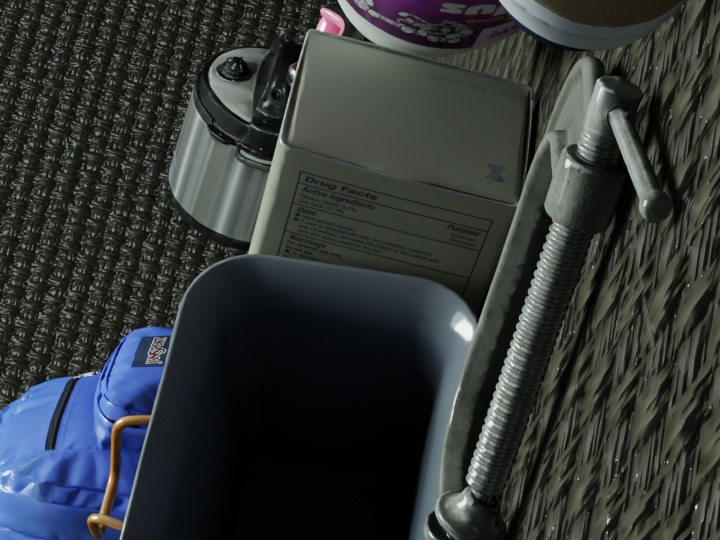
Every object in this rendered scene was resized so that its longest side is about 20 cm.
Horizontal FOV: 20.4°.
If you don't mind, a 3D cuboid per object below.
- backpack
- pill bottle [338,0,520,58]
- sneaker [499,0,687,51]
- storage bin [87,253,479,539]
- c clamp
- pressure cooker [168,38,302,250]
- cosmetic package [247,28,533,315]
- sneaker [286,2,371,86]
[{"bbox_3d":[-0.104,0.117,1.060,0.163,0.198,0.170,-85,-2,-75],"label":"backpack"},{"bbox_3d":[0.039,-0.150,0.779,0.200,0.111,0.113,122,161,-78],"label":"pill bottle"},{"bbox_3d":[0.065,-0.107,0.566,0.109,0.069,0.201,116,174,-50],"label":"sneaker"},{"bbox_3d":[-0.034,0.117,0.814,0.135,0.144,0.202,92,-173,-55],"label":"storage bin"},{"bbox_3d":[0.052,0.016,0.648,0.171,0.027,0.201,-84,9,-58],"label":"c clamp"},{"bbox_3d":[-0.106,-0.143,2.134,0.176,0.177,0.201,47,134,32],"label":"pressure cooker"},{"bbox_3d":[0.000,0.000,0.876,0.201,0.102,0.074,110,173,-48],"label":"cosmetic package"},{"bbox_3d":[-0.008,-0.105,1.357,0.079,0.094,0.201,112,169,-52],"label":"sneaker"}]
